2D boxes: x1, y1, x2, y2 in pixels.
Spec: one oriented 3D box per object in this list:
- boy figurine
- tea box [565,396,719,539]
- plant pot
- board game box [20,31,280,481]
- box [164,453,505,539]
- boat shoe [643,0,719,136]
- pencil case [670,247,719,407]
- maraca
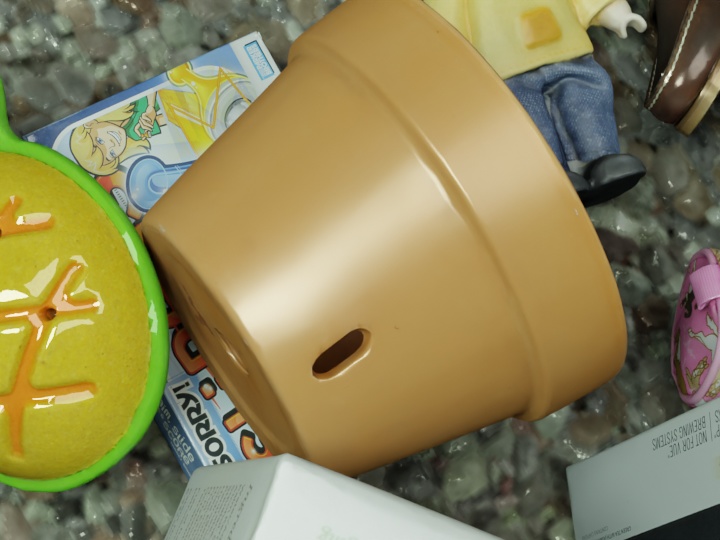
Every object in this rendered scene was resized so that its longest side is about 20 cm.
[{"bbox_3d":[0.088,-0.129,1.042,0.123,0.064,0.201,-13,80,-15],"label":"boy figurine"},{"bbox_3d":[0.204,0.162,0.914,0.133,0.200,0.198,1,74,-21],"label":"tea box"},{"bbox_3d":[0.000,0.000,0.864,0.140,0.200,0.201,-34,87,-13],"label":"plant pot"},{"bbox_3d":[-0.059,0.002,0.958,0.135,0.034,0.201,-28,85,-26],"label":"board game box"},{"bbox_3d":[-0.001,0.201,0.822,0.198,0.171,0.201,24,78,-12],"label":"box"},{"bbox_3d":[0.185,-0.163,1.090,0.070,0.070,0.201,28,58,-5],"label":"boat shoe"},{"bbox_3d":[0.255,0.041,1.018,0.198,0.083,0.087,7,103,-6],"label":"pencil case"},{"bbox_3d":[-0.160,0.002,0.876,0.137,0.107,0.201,-40,78,17],"label":"maraca"}]
